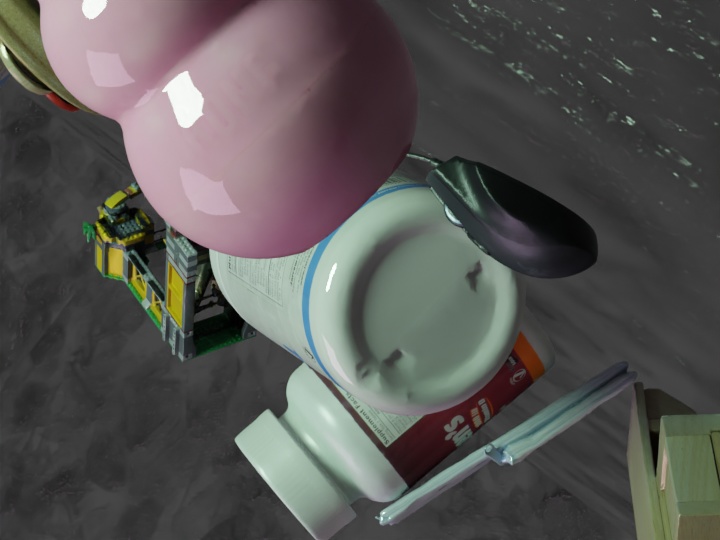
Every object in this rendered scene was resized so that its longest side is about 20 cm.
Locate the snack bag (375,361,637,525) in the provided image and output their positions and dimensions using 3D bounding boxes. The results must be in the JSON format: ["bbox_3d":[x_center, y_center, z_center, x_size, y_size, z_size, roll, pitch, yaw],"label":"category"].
[{"bbox_3d":[0.098,0.125,1.308,0.021,0.200,0.189,58,178,7],"label":"snack bag"}]

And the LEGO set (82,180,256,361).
[{"bbox_3d":[-0.083,-0.038,1.290,0.116,0.199,0.154,98,151,-43],"label":"LEGO set"}]

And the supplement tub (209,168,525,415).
[{"bbox_3d":[0.000,0.000,1.137,0.132,0.132,0.200,39,175,-25],"label":"supplement tub"}]

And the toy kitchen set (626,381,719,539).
[{"bbox_3d":[0.266,0.157,1.201,0.163,0.180,0.200,-91,-2,-49],"label":"toy kitchen set"}]

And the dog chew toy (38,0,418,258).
[{"bbox_3d":[-0.070,-0.100,0.767,0.200,0.125,0.125,46,174,-10],"label":"dog chew toy"}]

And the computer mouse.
[{"bbox_3d":[0.026,-0.045,0.933,0.200,0.034,0.059,27,173,23],"label":"computer mouse"}]

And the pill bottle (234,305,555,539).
[{"bbox_3d":[0.022,0.082,1.254,0.110,0.200,0.110,49,176,5],"label":"pill bottle"}]

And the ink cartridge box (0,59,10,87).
[{"bbox_3d":[-0.370,-0.227,1.703,0.125,0.129,0.200,37,176,-4],"label":"ink cartridge box"}]

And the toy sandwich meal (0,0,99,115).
[{"bbox_3d":[-0.234,-0.171,1.237,0.205,0.070,0.205,51,-166,-18],"label":"toy sandwich meal"}]
